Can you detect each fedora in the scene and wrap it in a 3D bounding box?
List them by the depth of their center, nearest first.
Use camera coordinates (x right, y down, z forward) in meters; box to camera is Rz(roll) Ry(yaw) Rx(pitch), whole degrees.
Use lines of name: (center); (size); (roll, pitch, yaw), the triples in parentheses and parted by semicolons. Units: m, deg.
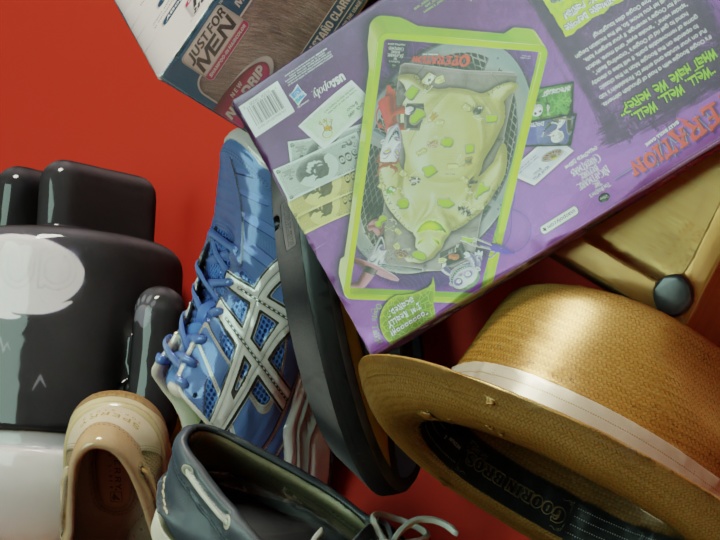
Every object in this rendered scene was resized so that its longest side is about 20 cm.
fedora: (0.099, 0.062, 1.106); (0.200, 0.200, 0.082); (8, 65, 52)

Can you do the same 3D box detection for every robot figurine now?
robot figurine: (-0.156, 0.047, 1.468); (0.150, 0.124, 0.202); (115, 159, -81)

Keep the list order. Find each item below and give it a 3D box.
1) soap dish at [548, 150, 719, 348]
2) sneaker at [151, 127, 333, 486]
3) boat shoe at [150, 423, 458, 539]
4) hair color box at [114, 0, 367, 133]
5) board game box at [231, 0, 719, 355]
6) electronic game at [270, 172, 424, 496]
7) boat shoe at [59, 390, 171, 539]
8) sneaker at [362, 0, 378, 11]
soap dish: (0.100, -0.075, 1.130); (0.199, 0.081, 0.158); (31, 107, 18)
sneaker: (-0.056, 0.031, 1.338); (0.076, 0.077, 0.201); (19, 113, 59)
boat shoe: (-0.006, 0.134, 1.243); (0.199, 0.075, 0.062); (33, 131, 24)
hair color box: (-0.054, -0.134, 1.239); (0.100, 0.060, 0.200); (-55, 20, 9)
board game box: (0.057, -0.066, 1.090); (0.199, 0.032, 0.121); (-31, 80, 23)
electronic game: (0.000, 0.000, 1.242); (0.041, 0.200, 0.201); (-10, 70, 11)
boat shoe: (-0.121, 0.163, 1.385); (0.065, 0.071, 0.201); (-78, -18, -70)
sneaker: (-0.014, -0.101, 1.325); (0.200, 0.104, 0.060); (-35, 41, 40)
